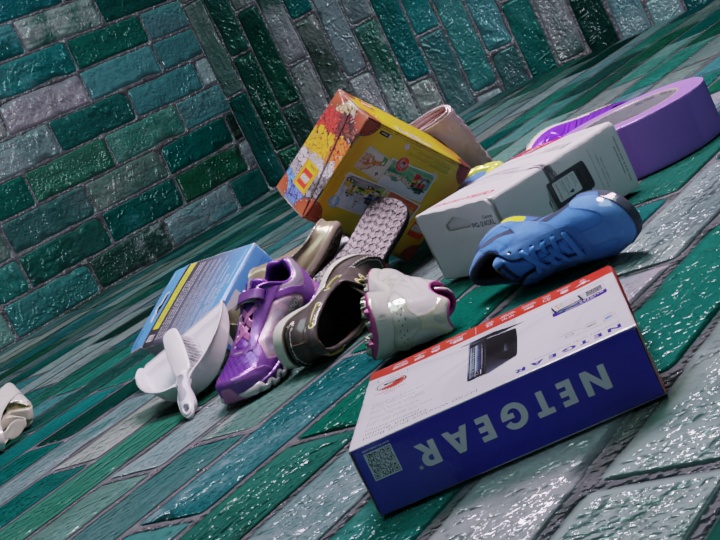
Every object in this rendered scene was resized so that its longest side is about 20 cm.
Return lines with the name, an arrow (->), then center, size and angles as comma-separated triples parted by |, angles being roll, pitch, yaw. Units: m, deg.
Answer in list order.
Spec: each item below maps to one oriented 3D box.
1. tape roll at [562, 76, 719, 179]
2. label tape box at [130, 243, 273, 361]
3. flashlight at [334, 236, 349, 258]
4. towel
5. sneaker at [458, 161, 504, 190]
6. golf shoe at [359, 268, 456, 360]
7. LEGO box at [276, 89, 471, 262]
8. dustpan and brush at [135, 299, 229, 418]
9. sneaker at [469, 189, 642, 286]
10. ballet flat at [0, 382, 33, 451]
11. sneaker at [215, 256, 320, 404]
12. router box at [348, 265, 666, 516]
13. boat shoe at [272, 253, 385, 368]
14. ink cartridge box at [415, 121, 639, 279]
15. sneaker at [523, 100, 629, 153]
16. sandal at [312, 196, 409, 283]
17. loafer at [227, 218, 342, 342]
tape roll -> 0.331, -0.161, 1.581 | 0.199, 0.066, 0.200 | -27, 8, 4
label tape box -> -0.204, 0.054, 1.727 | 0.199, 0.066, 0.144 | -18, 38, 50
flashlight -> -0.008, -0.003, 1.681 | 0.068, 0.068, 0.200 | -59, 4, 1
towel -> 0.085, -0.127, 1.795 | 0.190, 0.200, 0.032 | -26, 52, 18
sneaker -> 0.152, -0.093, 1.682 | 0.199, 0.076, 0.105 | -22, 10, 26
golf shoe -> 0.048, 0.038, 1.266 | 0.090, 0.076, 0.200 | -10, 12, 4
LEGO box -> 0.019, -0.115, 1.649 | 0.150, 0.199, 0.077 | -55, 44, 14
dustpan and brush -> -0.201, 0.116, 1.508 | 0.139, 0.057, 0.201 | -39, 38, 8
sneaker -> 0.176, -0.018, 1.214 | 0.078, 0.066, 0.199 | -45, 16, -31
ballet flat -> -0.509, 0.217, 1.898 | 0.069, 0.070, 0.200 | -25, 13, 10
sneaker -> -0.107, 0.059, 1.421 | 0.080, 0.089, 0.201 | -13, 30, 39
router box -> 0.098, 0.076, 0.892 | 0.198, 0.049, 0.180 | -25, 8, 9
boat shoe -> -0.017, 0.040, 1.420 | 0.060, 0.072, 0.201 | -14, 21, 38
ink cartridge box -> 0.181, -0.074, 1.439 | 0.199, 0.084, 0.145 | -32, 10, -30
sneaker -> 0.306, -0.174, 1.723 | 0.199, 0.070, 0.099 | -30, 11, -21
sandal -> 0.000, 0.000, 1.549 | 0.075, 0.045, 0.201 | 23, 61, 20
loafer -> -0.098, 0.012, 1.574 | 0.201, 0.068, 0.076 | -52, -6, 8
